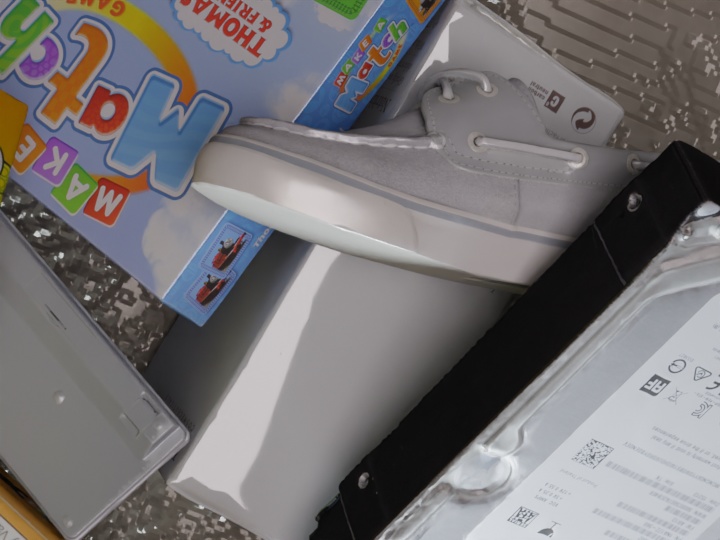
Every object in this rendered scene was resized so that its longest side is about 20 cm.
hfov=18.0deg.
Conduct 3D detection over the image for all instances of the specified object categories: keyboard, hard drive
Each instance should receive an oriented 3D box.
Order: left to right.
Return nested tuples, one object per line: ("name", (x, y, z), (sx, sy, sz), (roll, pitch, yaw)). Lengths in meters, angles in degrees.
("keyboard", (-0.142, 0.006, 0.811), (0.056, 0.011, 0.200), (-43, 71, 2))
("hard drive", (0.091, 0.059, 0.769), (0.139, 0.038, 0.200), (26, 120, -34))

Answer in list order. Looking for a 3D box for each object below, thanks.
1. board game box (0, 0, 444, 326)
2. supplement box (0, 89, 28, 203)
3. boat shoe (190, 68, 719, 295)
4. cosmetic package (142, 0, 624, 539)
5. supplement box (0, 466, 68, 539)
("board game box", (-0.053, -0.103, 0.807), (0.151, 0.037, 0.200), (36, 90, 29))
("supplement box", (-0.202, 0.019, 0.725), (0.109, 0.109, 0.201), (31, 63, -42))
("boat shoe", (0.043, -0.031, 0.756), (0.199, 0.072, 0.069), (12, 86, -16))
("cosmetic package", (0.000, 0.000, 0.841), (0.081, 0.113, 0.200), (32, 89, -18))
("supplement box", (-0.111, 0.130, 0.797), (0.200, 0.067, 0.069), (44, 84, 3))
